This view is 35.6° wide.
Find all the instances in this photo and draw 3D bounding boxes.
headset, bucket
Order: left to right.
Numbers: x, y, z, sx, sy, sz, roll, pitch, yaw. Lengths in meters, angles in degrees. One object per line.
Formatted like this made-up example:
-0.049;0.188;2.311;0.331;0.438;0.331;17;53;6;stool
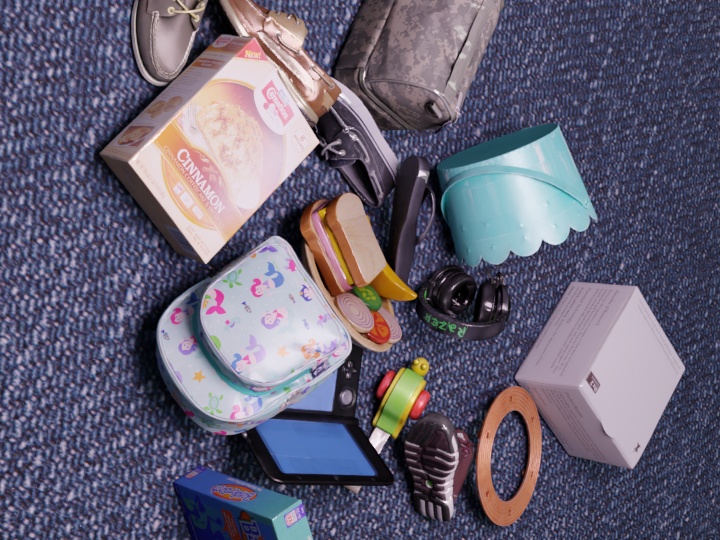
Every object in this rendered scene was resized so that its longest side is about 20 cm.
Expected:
0.151;0.051;1.538;0.200;0.122;0.095;-35;141;-53;headset
0.203;-0.104;1.514;0.206;0.206;0.136;-29;104;-36;bucket

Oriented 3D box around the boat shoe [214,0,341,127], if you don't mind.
-0.096;-0.262;1.296;0.074;0.076;0.201;-38;111;-3;boat shoe

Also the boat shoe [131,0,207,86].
-0.201;-0.305;1.230;0.072;0.060;0.205;12;85;-41;boat shoe

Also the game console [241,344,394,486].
-0.051;0.161;1.355;0.198;0.116;0.179;11;86;-42;game console

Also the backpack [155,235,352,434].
-0.125;0.078;1.243;0.199;0.151;0.179;-32;82;-15;backpack

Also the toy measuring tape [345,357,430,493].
0.037;0.194;1.462;0.074;0.073;0.201;49;62;-32;toy measuring tape

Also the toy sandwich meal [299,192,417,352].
0.000;0.000;1.369;0.205;0.070;0.206;46;26;-30;toy sandwich meal

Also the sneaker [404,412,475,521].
0.114;0.237;1.520;0.116;0.075;0.202;-53;153;-41;sneaker

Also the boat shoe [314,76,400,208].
-0.020;-0.159;1.398;0.068;0.071;0.200;-58;133;-24;boat shoe

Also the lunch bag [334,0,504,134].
0.082;-0.277;1.411;0.139;0.167;0.202;37;70;-36;lunch bag

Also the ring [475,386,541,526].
0.213;0.269;1.636;0.199;0.019;0.204;-4;94;-55;ring

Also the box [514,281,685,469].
0.369;0.157;1.716;0.201;0.130;0.200;-54;124;-25;box

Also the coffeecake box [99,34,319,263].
-0.162;-0.136;1.243;0.200;0.073;0.154;-49;128;-20;coffeecake box

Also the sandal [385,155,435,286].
0.066;-0.062;1.434;0.042;0.077;0.202;0;130;-12;sandal

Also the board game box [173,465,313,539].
-0.120;0.311;1.248;0.045;0.199;0.154;-27;109;-36;board game box
